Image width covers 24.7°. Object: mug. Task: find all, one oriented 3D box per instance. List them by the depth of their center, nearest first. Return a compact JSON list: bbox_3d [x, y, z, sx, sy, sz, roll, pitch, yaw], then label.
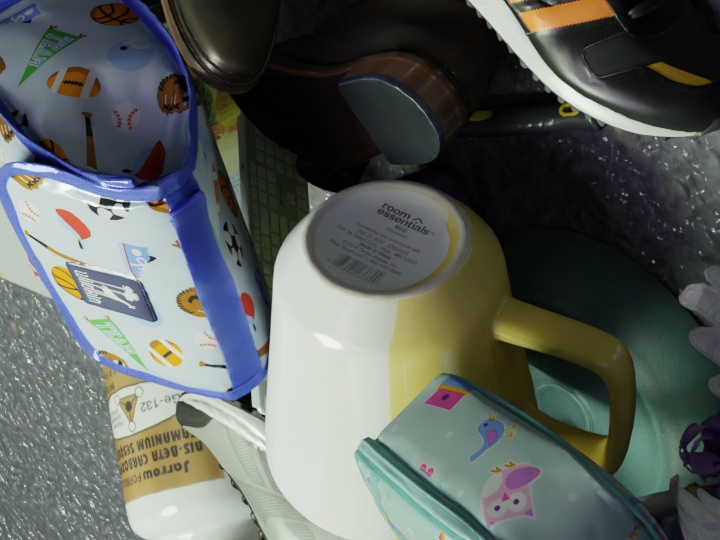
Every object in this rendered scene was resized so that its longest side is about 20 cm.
[{"bbox_3d":[0.036,0.034,0.847,0.153,0.186,0.150,84,176,-45],"label":"mug"}]

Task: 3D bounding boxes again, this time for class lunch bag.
[{"bbox_3d":[0.087,0.146,0.754,0.200,0.077,0.160,56,165,-29],"label":"lunch bag"},{"bbox_3d":[-0.126,-0.041,0.875,0.200,0.124,0.170,47,162,39],"label":"lunch bag"}]

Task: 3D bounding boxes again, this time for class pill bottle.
[{"bbox_3d":[-0.111,0.134,1.151,0.114,0.114,0.200,-30,68,57],"label":"pill bottle"}]

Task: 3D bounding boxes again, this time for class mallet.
[{"bbox_3d":[0.050,-0.088,0.895,0.200,0.066,0.041,-8,148,39],"label":"mallet"}]

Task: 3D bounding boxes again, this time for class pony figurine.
[{"bbox_3d":[0.205,0.116,0.789,0.193,0.167,0.200,27,145,-13],"label":"pony figurine"}]

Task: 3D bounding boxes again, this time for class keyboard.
[{"bbox_3d":[-0.047,-0.003,0.974,0.011,0.056,0.200,-27,56,38],"label":"keyboard"}]

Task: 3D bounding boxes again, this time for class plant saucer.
[{"bbox_3d":[0.124,0.073,0.932,0.200,0.036,0.200,32,140,33],"label":"plant saucer"}]

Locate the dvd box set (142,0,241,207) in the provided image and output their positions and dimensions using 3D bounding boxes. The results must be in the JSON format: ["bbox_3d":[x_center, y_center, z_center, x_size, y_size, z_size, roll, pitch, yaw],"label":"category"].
[{"bbox_3d":[-0.126,-0.066,1.032,0.029,0.146,0.200,25,136,55],"label":"dvd box set"}]

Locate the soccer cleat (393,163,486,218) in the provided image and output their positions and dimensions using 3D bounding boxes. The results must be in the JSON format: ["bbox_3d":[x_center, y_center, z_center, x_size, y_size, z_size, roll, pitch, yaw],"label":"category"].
[{"bbox_3d":[0.000,-0.001,0.984,0.065,0.084,0.200,53,147,4],"label":"soccer cleat"}]

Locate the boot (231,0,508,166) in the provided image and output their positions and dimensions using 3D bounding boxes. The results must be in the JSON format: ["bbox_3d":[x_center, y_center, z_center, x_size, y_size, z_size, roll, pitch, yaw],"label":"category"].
[{"bbox_3d":[0.008,-0.111,0.877,0.200,0.097,0.075,15,144,52],"label":"boot"}]

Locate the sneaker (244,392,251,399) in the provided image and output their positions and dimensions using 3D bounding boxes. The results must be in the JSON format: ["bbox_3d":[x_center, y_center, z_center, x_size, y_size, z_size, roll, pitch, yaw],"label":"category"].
[{"bbox_3d":[-0.024,0.084,1.075,0.082,0.077,0.200,19,163,24],"label":"sneaker"}]

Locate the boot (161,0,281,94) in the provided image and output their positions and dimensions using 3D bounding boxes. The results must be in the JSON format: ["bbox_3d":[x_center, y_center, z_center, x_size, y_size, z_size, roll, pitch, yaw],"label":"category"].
[{"bbox_3d":[-0.051,-0.192,0.828,0.097,0.075,0.200,-34,49,49],"label":"boot"}]

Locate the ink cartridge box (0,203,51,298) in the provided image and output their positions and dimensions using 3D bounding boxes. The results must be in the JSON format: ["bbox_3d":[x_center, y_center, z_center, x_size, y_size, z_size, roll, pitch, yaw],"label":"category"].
[{"bbox_3d":[-0.225,-0.091,1.139,0.200,0.145,0.145,19,132,43],"label":"ink cartridge box"}]

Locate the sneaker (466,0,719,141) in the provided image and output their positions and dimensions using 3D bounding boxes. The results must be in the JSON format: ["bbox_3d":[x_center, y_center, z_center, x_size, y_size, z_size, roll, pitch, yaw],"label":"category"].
[{"bbox_3d":[0.098,-0.144,0.750,0.200,0.070,0.090,45,148,21],"label":"sneaker"}]

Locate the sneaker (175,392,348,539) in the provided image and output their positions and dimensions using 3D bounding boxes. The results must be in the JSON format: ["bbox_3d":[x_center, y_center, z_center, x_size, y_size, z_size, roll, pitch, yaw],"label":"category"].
[{"bbox_3d":[-0.043,0.128,0.949,0.200,0.074,0.079,31,95,37],"label":"sneaker"}]
